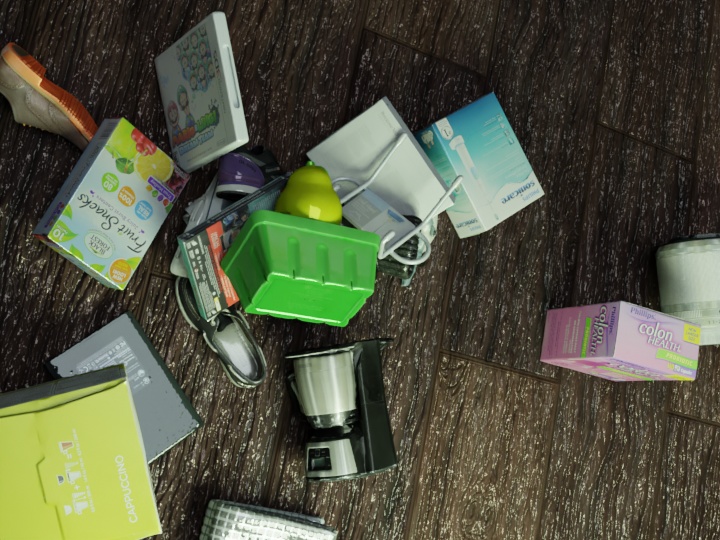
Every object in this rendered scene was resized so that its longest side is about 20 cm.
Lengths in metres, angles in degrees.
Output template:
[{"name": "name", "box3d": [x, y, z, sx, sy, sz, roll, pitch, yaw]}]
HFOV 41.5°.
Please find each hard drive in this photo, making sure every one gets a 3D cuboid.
[{"name": "hard drive", "box3d": [-0.332, 0.177, 1.347, 0.140, 0.033, 0.200, -35, 98, -25]}]

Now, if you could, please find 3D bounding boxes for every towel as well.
[{"name": "towel", "box3d": [-0.139, 0.429, 1.376, 0.200, 0.086, 0.166, 17, 77, -23]}]

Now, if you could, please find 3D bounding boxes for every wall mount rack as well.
[{"name": "wall mount rack", "box3d": [0.048, -0.109, 1.423, 0.200, 0.075, 0.174, 41, 60, 19]}]

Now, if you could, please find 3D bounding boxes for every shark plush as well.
[{"name": "shark plush", "box3d": [0.082, -0.077, 1.583, 0.083, 0.091, 0.200, 5, 102, -5]}]

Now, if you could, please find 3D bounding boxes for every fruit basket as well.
[{"name": "fruit basket", "box3d": [-0.081, -0.041, 1.337, 0.215, 0.156, 0.216, 20, 44, -20]}]

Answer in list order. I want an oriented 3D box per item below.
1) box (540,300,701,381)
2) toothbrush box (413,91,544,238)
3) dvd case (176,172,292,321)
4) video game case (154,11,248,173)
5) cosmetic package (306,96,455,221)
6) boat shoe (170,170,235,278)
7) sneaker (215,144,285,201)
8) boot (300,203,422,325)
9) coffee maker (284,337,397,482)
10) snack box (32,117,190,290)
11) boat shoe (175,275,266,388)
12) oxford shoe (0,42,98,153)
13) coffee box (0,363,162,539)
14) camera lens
[{"name": "box", "box3d": [0.442, 0.125, 1.630, 0.176, 0.200, 0.097, 16, 76, -23]}, {"name": "toothbrush box", "box3d": [0.198, -0.178, 1.619, 0.146, 0.085, 0.200, -32, 96, -26]}, {"name": "dvd case", "box3d": [-0.162, -0.035, 1.367, 0.200, 0.022, 0.146, -34, 135, -27]}, {"name": "video game case", "box3d": [-0.232, -0.247, 1.361, 0.024, 0.200, 0.182, -10, 87, -36]}, {"name": "cosmetic package", "box3d": [0.034, -0.150, 1.508, 0.151, 0.052, 0.200, -32, 98, 19]}, {"name": "boat shoe", "box3d": [-0.231, -0.079, 1.411, 0.065, 0.074, 0.200, 8, 58, 10]}, {"name": "sneaker", "box3d": [-0.133, -0.141, 1.424, 0.200, 0.076, 0.088, 11, 79, -57]}, {"name": "boot", "box3d": [0.000, -0.001, 1.462, 0.158, 0.079, 0.211, 17, 85, 4]}, {"name": "coffee maker", "box3d": [-0.008, 0.208, 1.441, 0.192, 0.135, 0.200, -7, 86, -27]}, {"name": "snack box", "box3d": [-0.346, -0.094, 1.342, 0.142, 0.053, 0.200, 43, 66, -39]}, {"name": "boat shoe", "box3d": [-0.204, 0.086, 1.405, 0.074, 0.060, 0.200, -30, 96, -24]}, {"name": "oxford shoe", "box3d": [-0.442, -0.224, 1.344, 0.073, 0.071, 0.200, -39, 110, 8]}, {"name": "coffee box", "box3d": [-0.374, 0.244, 1.202, 0.200, 0.198, 0.200, -13, 93, -15]}, {"name": "camera lens", "box3d": [0.634, 0.037, 1.755, 0.160, 0.160, 0.200, -1, 84, -25]}]
